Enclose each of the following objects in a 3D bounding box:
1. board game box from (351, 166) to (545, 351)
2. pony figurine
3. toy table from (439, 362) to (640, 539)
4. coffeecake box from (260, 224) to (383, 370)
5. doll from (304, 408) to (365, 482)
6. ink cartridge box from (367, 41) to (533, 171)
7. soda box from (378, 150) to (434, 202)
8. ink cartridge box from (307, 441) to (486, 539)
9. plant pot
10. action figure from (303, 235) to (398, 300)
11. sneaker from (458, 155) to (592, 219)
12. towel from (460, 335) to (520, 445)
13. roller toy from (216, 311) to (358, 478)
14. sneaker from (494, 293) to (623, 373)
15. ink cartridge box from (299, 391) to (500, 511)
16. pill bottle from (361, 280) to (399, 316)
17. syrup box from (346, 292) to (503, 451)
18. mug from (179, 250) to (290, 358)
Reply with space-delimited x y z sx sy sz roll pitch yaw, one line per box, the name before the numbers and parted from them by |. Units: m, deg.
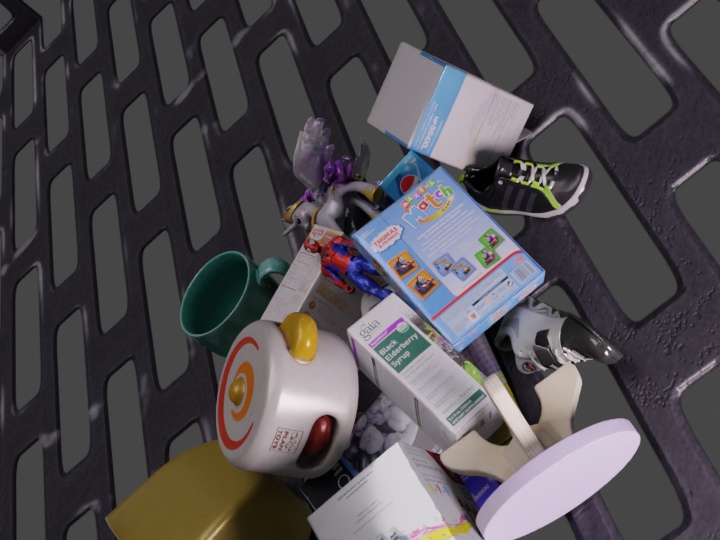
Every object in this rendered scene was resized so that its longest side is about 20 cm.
board game box | 0.108 -0.015 1.433 0.151 0.037 0.200 -37 66 -12
pony figurine | -0.035 -0.116 1.776 0.199 0.165 0.196 29 97 45
toy table | 0.193 0.197 1.272 0.198 0.185 0.118 -27 52 -9
coffeecake box | -0.047 0.063 1.628 0.073 0.153 0.202 17 73 49
doll | -0.027 0.253 1.543 0.137 0.048 0.200 -49 38 4
ink cartridge box | 0.137 -0.219 1.640 0.128 0.198 0.127 41 109 53
soda box | 0.079 -0.117 1.619 0.068 0.064 0.200 -47 -4 6
ink cartridge box | 0.068 0.320 1.267 0.144 0.145 0.201 -40 60 12
plant pot | -0.179 0.345 1.527 0.200 0.196 0.194 -47 37 -9
action figure | 0.000 0.000 1.509 0.198 0.051 0.066 26 102 35
sneaker | 0.215 -0.116 1.553 0.198 0.083 0.073 -6 56 43
towel | 0.116 0.155 1.438 0.143 0.023 0.202 -36 62 25
roller toy | -0.097 0.158 1.422 0.199 0.138 0.186 -27 56 57
sneaker | 0.233 0.094 1.383 0.089 0.074 0.199 -56 28 -5
ink cartridge box | 0.047 0.269 1.409 0.199 0.043 0.200 -49 57 7
pill bottle | 0.107 0.032 1.526 0.199 0.111 0.112 -31 42 26
syrup box | 0.076 0.127 1.382 0.078 0.082 0.200 -37 58 -18
mug | -0.182 0.063 1.801 0.183 0.114 0.154 1 61 46
